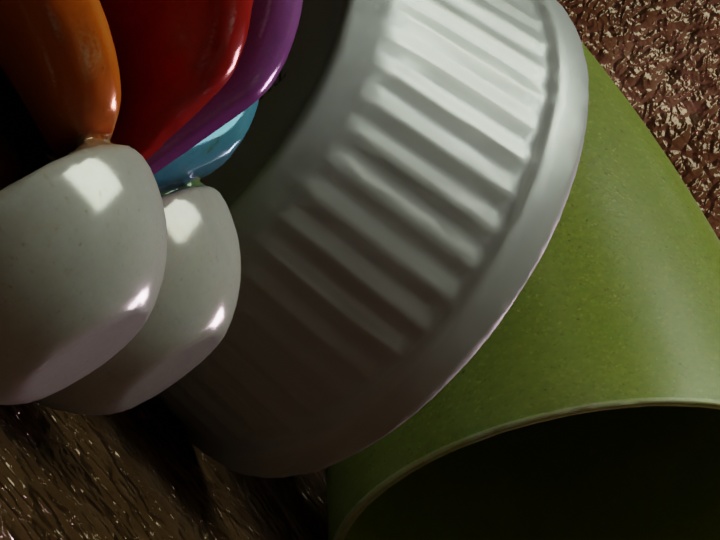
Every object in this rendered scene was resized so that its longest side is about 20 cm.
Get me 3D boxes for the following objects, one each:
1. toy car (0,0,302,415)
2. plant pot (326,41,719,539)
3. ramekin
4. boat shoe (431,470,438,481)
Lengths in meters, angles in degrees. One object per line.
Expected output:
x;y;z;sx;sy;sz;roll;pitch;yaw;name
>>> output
-0.087;-0.064;0.770;0.175;0.150;0.200;53;5;10;toy car
0.065;0.011;1.086;0.187;0.187;0.201;45;29;-54;plant pot
-0.025;-0.039;0.968;0.094;0.202;0.203;36;13;-31;ramekin
0.037;0.103;1.237;0.091;0.071;0.200;52;12;-10;boat shoe
